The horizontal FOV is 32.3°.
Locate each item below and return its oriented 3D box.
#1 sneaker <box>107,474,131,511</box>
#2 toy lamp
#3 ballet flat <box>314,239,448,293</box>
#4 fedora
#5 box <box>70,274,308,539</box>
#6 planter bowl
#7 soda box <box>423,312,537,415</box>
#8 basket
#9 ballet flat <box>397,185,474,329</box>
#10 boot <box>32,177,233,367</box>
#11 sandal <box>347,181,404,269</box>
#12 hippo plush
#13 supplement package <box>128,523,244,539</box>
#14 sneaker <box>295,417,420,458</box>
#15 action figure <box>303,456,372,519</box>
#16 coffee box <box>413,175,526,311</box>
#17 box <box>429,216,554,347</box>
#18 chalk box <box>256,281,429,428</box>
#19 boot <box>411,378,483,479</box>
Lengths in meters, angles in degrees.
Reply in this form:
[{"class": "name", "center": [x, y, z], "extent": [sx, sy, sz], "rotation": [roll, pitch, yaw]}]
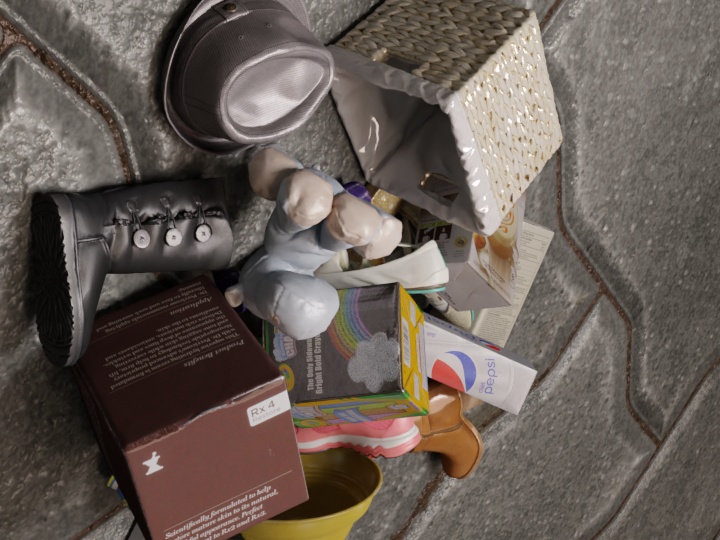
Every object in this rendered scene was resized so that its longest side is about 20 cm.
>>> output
[{"class": "sneaker", "center": [-0.176, 0.206, 1.361], "extent": [0.199, 0.082, 0.074], "rotation": [-32, 164, -25]}, {"class": "toy lamp", "center": [-0.069, -0.032, 1.367], "extent": [0.199, 0.058, 0.059], "rotation": [-38, 136, -26]}, {"class": "ballet flat", "center": [0.000, 0.000, 1.387], "extent": [0.069, 0.198, 0.070], "rotation": [-7, 90, -75]}, {"class": "fedora", "center": [-0.095, -0.190, 1.216], "extent": [0.199, 0.090, 0.179], "rotation": [-23, 128, -37]}, {"class": "box", "center": [-0.173, 0.143, 1.224], "extent": [0.165, 0.200, 0.166], "rotation": [-22, 129, -18]}, {"class": "planter bowl", "center": [-0.073, 0.272, 1.395], "extent": [0.199, 0.199, 0.084], "rotation": [-16, 111, -40]}, {"class": "soda box", "center": [0.116, 0.107, 1.548], "extent": [0.198, 0.068, 0.064], "rotation": [24, 98, -8]}, {"class": "basket", "center": [0.094, -0.179, 1.344], "extent": [0.161, 0.197, 0.201], "rotation": [-44, 138, -21]}, {"class": "ballet flat", "center": [0.086, -0.008, 1.536], "extent": [0.062, 0.067, 0.202], "rotation": [-27, 114, -20]}, {"class": "boot", "center": [-0.214, -0.003, 1.207], "extent": [0.199, 0.065, 0.167], "rotation": [-10, 107, -46]}, {"class": "sandal", "center": [0.006, -0.016, 1.445], "extent": [0.077, 0.069, 0.213], "rotation": [32, 88, -51]}, {"class": "hippo plush", "center": [-0.076, -0.025, 1.238], "extent": [0.159, 0.200, 0.162], "rotation": [24, 99, -46]}, {"class": "supplement package", "center": [-0.151, 0.378, 1.419], "extent": [0.199, 0.191, 0.148], "rotation": [20, 98, -50]}, {"class": "sneaker", "center": [-0.026, 0.161, 1.445], "extent": [0.074, 0.198, 0.088], "rotation": [-39, 125, -62]}, {"class": "action figure", "center": [-0.035, 0.245, 1.547], "extent": [0.200, 0.065, 0.100], "rotation": [-31, 124, -58]}, {"class": "coffee box", "center": [0.133, -0.068, 1.466], "extent": [0.114, 0.079, 0.202], "rotation": [40, 52, -46]}, {"class": "box", "center": [0.166, 0.019, 1.628], "extent": [0.095, 0.077, 0.202], "rotation": [15, 101, -53]}, {"class": "chalk box", "center": [-0.036, 0.097, 1.357], "extent": [0.124, 0.198, 0.126], "rotation": [47, 39, -66]}, {"class": "boot", "center": [0.092, 0.229, 1.686], "extent": [0.154, 0.077, 0.201], "rotation": [-20, 140, -28]}]
